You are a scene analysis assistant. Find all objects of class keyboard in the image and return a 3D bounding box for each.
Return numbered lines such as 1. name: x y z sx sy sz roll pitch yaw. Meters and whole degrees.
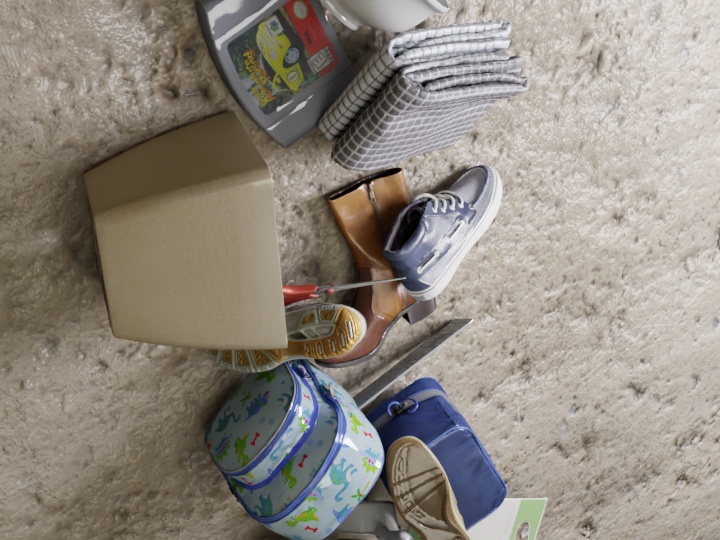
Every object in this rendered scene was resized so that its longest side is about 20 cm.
1. keyboard: 0.060 0.119 1.517 0.199 0.056 0.011 -36 95 -20

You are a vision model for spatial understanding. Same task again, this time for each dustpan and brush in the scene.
1. dustpan and brush: 0.012 0.321 1.506 0.138 0.199 0.058 6 76 -32

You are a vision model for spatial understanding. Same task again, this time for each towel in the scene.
1. towel: 0.074 -0.189 1.321 0.198 0.086 0.166 -15 161 -36

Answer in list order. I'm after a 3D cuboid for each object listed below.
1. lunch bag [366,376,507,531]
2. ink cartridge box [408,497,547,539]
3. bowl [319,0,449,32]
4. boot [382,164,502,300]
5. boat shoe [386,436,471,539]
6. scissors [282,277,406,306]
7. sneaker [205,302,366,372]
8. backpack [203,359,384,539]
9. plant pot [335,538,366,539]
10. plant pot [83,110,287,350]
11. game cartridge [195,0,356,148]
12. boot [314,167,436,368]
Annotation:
1. lunch bag: 0.086 0.240 1.555 0.135 0.133 0.201 -33 126 -3
2. ink cartridge box: 0.161 0.380 1.711 0.198 0.048 0.147 4 110 -31
3. bowl: -0.006 -0.314 1.228 0.090 0.202 0.201 -40 128 15
4. boot: 0.101 -0.068 1.428 0.201 0.072 0.091 -60 137 -23
5. boat shoe: 0.083 0.284 1.460 0.072 0.065 0.201 -28 108 1
6. scissors: -0.049 0.022 1.379 0.197 0.014 0.073 -12 159 13
7. sneaker: -0.087 0.077 1.390 0.197 0.088 0.077 -1 92 14
8. backpack: -0.083 0.211 1.402 0.184 0.200 0.147 -50 126 1
9. plant pot: -0.018 0.447 1.460 0.198 0.200 0.199 -1 98 -29
10. plant pot: -0.190 -0.031 1.248 0.175 0.200 0.202 -11 117 -13
11. game cartridge: -0.091 -0.238 1.297 0.133 0.041 0.201 -35 124 -6
12. boot: 0.000 0.000 1.436 0.187 0.068 0.202 -28 122 -16
